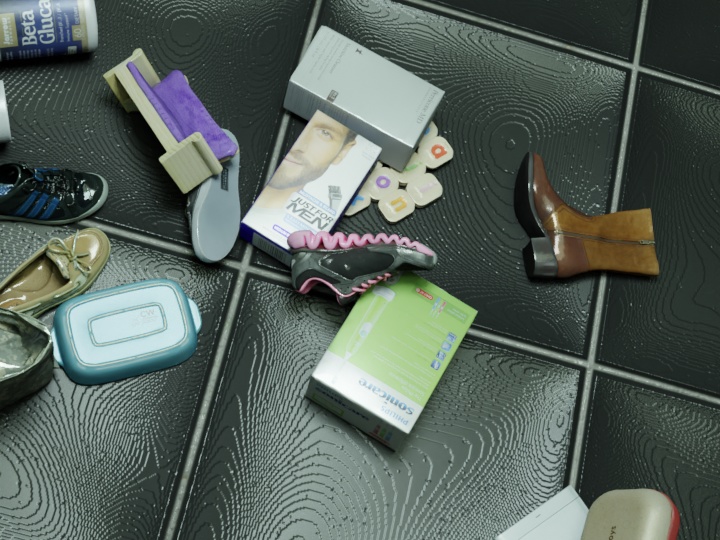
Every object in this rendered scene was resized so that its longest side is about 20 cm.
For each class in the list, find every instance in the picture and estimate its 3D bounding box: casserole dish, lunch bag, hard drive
[{"bbox_3d":[-0.301,0.074,1.670,0.199,0.039,0.122,-13,77,-18],"label":"casserole dish"},{"bbox_3d":[-0.464,0.114,1.556,0.199,0.164,0.118,-16,75,-18],"label":"lunch bag"},{"bbox_3d":[0.278,0.395,1.666,0.132,0.027,0.200,-30,77,-21],"label":"hard drive"}]

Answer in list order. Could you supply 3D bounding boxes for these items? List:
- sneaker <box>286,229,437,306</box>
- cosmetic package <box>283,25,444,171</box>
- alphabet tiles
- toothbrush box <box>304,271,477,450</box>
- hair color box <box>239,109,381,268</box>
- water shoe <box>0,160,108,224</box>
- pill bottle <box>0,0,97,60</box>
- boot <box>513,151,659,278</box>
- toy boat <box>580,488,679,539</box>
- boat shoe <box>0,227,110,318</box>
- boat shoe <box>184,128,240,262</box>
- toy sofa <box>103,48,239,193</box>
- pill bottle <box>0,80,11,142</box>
[{"bbox_3d":[0.000,0.000,1.675,0.199,0.079,0.096,2,80,12],"label":"sneaker"},{"bbox_3d":[0.004,-0.241,1.827,0.199,0.081,0.113,26,65,2],"label":"cosmetic package"},{"bbox_3d":[0.025,-0.165,1.853,0.195,0.015,0.200,-31,77,-19],"label":"alphabet tiles"},{"bbox_3d":[0.040,0.109,1.703,0.145,0.086,0.200,30,64,4],"label":"toothbrush box"},{"bbox_3d":[-0.068,-0.107,1.775,0.109,0.065,0.200,31,69,3],"label":"hair color box"},{"bbox_3d":[-0.431,-0.104,1.700,0.199,0.079,0.072,-6,69,-14],"label":"water shoe"},{"bbox_3d":[-0.465,-0.345,1.767,0.199,0.111,0.112,-9,70,-14],"label":"pill bottle"},{"bbox_3d":[0.327,-0.081,1.851,0.199,0.069,0.189,-3,68,-13],"label":"boot"},{"bbox_3d":[0.347,0.380,1.621,0.131,0.130,0.201,36,61,-28],"label":"toy boat"},{"bbox_3d":[-0.402,0.011,1.667,0.073,0.063,0.200,43,66,8],"label":"boat shoe"},{"bbox_3d":[-0.209,-0.097,1.752,0.070,0.066,0.201,20,59,-39],"label":"boat shoe"},{"bbox_3d":[-0.253,-0.209,1.734,0.097,0.083,0.200,-34,57,-3],"label":"toy sofa"},{"bbox_3d":[-0.563,-0.198,1.695,0.199,0.111,0.112,-9,70,-15],"label":"pill bottle"}]
